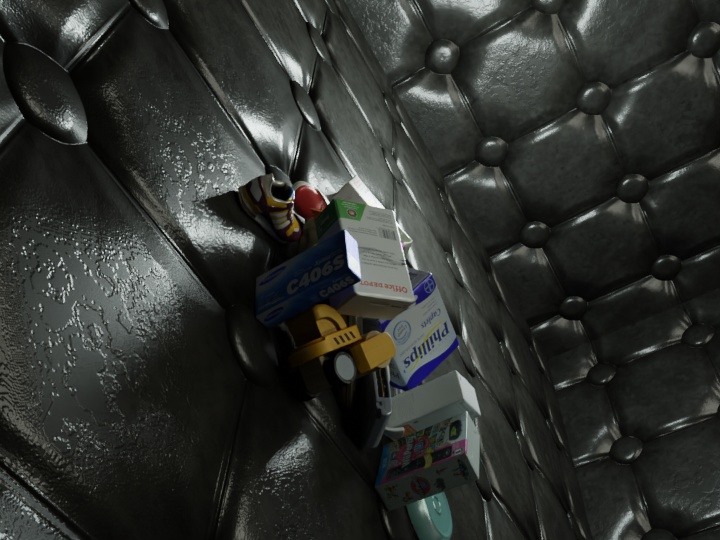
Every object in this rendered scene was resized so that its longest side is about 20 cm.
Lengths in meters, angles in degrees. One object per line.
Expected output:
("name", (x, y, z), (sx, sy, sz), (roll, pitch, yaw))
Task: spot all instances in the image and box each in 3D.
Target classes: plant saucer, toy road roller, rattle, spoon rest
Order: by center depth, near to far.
("toy road roller", (-0.046, 0.131, 1.398), (0.198, 0.122, 0.148), (-16, 82, -51))
("rattle", (-0.083, -0.100, 1.594), (0.202, 0.128, 0.145), (70, 11, -48))
("spoon rest", (0.040, 0.257, 1.651), (0.100, 0.059, 0.203), (98, -20, -55))
("plant saucer", (0.152, 0.511, 1.691), (0.201, 0.035, 0.202), (55, 20, -31))

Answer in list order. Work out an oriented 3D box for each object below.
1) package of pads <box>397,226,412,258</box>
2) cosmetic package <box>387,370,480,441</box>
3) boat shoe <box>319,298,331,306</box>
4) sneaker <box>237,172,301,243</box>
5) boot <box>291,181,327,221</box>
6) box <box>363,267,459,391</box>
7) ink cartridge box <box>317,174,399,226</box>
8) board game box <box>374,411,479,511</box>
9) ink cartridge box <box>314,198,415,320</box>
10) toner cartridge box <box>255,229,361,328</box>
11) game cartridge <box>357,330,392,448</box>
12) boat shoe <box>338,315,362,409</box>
("package of pads", (0.000, 0.000, 1.611), (0.197, 0.156, 0.068), (-14, 49, -37))
("cosmetic package", (0.146, 0.300, 1.677), (0.101, 0.198, 0.072), (43, 27, -46))
("boat shoe", (-0.058, 0.045, 1.467), (0.197, 0.076, 0.066), (-3, 20, -39))
("sneaker", (-0.155, -0.120, 1.541), (0.200, 0.089, 0.076), (38, 32, -56))
("boot", (-0.070, -0.107, 1.708), (0.144, 0.073, 0.200), (41, -3, 41))
("box", (0.104, 0.132, 1.748), (0.183, 0.104, 0.203), (-38, 118, -27))
("ink cartridge box", (-0.002, -0.144, 1.763), (0.200, 0.067, 0.117), (49, 16, -6))
("board game box", (0.135, 0.377, 1.547), (0.065, 0.197, 0.148), (59, 18, -14))
("ink cartridge box", (0.006, -0.018, 1.453), (0.145, 0.083, 0.203), (10, 55, -35))
("toner cartridge box", (-0.094, 0.016, 1.362), (0.043, 0.198, 0.096), (46, 25, -38))
("game cartridge", (0.024, 0.239, 1.551), (0.040, 0.135, 0.202), (8, 45, -15))
("boat shoe", (-0.034, 0.172, 1.553), (0.072, 0.067, 0.204), (45, 45, -69))
